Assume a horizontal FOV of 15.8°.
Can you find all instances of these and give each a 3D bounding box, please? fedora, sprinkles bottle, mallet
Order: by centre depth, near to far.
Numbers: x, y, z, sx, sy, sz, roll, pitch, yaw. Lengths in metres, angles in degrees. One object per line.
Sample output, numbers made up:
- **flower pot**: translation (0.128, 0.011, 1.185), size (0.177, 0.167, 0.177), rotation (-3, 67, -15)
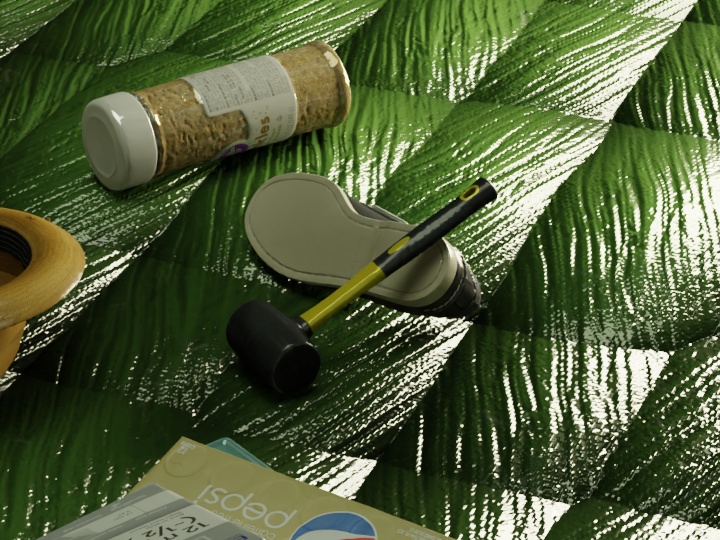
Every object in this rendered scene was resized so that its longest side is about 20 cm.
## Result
- **fedora**: translation (-0.264, 0.025, 1.634), size (0.199, 0.082, 0.201), rotation (-2, 23, 1)
- **mallet**: translation (0.000, 0.000, 1.657), size (0.200, 0.041, 0.066), rotation (-41, 43, -19)
- **sprinkles bottle**: translation (-0.105, -0.116, 1.904), size (0.199, 0.069, 0.068), rotation (-18, 33, -30)

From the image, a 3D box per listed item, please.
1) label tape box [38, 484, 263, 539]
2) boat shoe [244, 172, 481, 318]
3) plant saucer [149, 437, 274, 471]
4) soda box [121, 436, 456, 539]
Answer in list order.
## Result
- **label tape box**: translation (-0.112, 0.176, 1.244), size (0.143, 0.067, 0.200), rotation (-24, 15, -23)
- **boat shoe**: translation (0.001, -0.010, 1.746), size (0.199, 0.073, 0.063), rotation (22, -8, 43)
- **plant saucer**: translation (-0.045, 0.150, 1.472), size (0.070, 0.019, 0.200), rotation (-21, 36, -32)
- **soda box**: translation (-0.035, 0.158, 1.381), size (0.199, 0.064, 0.068), rotation (18, 49, 35)
